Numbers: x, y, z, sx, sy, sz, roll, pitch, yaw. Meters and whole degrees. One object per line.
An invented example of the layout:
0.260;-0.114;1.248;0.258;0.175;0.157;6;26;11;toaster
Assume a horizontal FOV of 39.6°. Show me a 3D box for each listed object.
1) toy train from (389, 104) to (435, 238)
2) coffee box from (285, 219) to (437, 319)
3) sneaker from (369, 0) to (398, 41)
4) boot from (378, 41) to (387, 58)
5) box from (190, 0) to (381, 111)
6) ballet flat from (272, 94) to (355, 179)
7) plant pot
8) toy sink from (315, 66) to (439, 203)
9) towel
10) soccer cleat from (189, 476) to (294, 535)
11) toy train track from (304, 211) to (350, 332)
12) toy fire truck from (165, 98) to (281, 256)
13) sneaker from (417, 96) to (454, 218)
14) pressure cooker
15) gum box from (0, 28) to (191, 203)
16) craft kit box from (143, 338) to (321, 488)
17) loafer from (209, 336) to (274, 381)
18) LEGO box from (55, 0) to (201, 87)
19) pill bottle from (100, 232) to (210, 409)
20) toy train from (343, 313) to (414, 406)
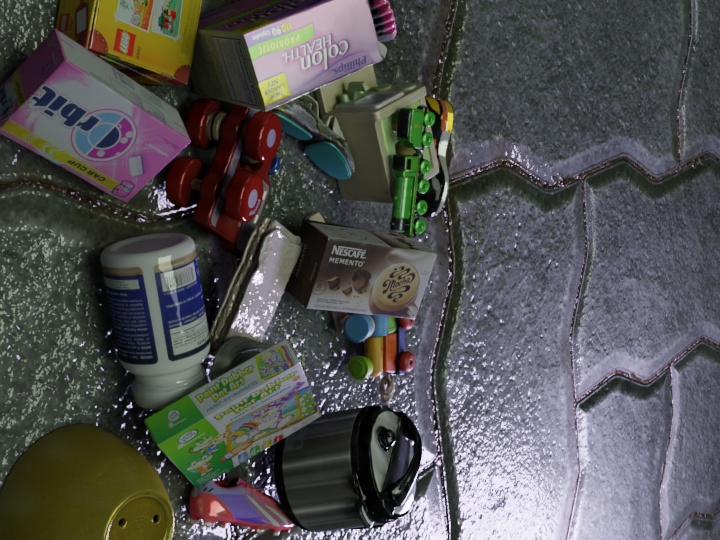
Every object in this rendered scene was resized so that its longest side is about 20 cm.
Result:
0.074;-0.146;1.484;0.056;0.042;0.200;-3;103;-41;toy train
0.000;0.000;1.489;0.200;0.080;0.113;8;108;-34;coffee box
0.011;-0.443;1.514;0.200;0.079;0.095;59;41;-37;sneaker
-0.048;-0.313;1.467;0.200;0.073;0.090;11;94;-41;boot
-0.107;-0.287;1.261;0.176;0.200;0.097;-28;119;-25;box
-0.064;-0.206;1.455;0.200;0.072;0.072;37;68;-46;ballet flat
-0.305;0.295;1.189;0.200;0.142;0.200;-10;104;-48;plant pot
0.030;-0.220;1.528;0.130;0.112;0.200;-35;120;-42;toy sink
-0.142;0.032;1.375;0.200;0.034;0.133;-68;162;-5;towel
-0.160;0.332;1.426;0.200;0.067;0.077;21;74;-46;soccer cleat
-0.042;0.006;1.537;0.115;0.033;0.200;-37;123;-40;toy train track
-0.162;-0.132;1.339;0.168;0.112;0.200;48;57;-70;toy fire truck
0.097;-0.189;1.657;0.090;0.070;0.200;5;91;-35;sneaker
-0.005;0.289;1.463;0.179;0.200;0.176;18;61;-63;pressure cooker
-0.300;-0.169;1.141;0.113;0.066;0.200;-41;139;16;gum box
-0.156;0.189;1.291;0.200;0.049;0.198;-30;151;-9;craft kit box
-0.137;0.127;1.332;0.200;0.070;0.070;1;108;-72;loafer
-0.269;-0.335;1.190;0.149;0.077;0.200;13;86;-49;LEGO box
-0.249;0.062;1.241;0.116;0.116;0.200;-23;113;-46;pill bottle
0.023;0.151;1.585;0.116;0.085;0.200;-12;105;-56;toy train
